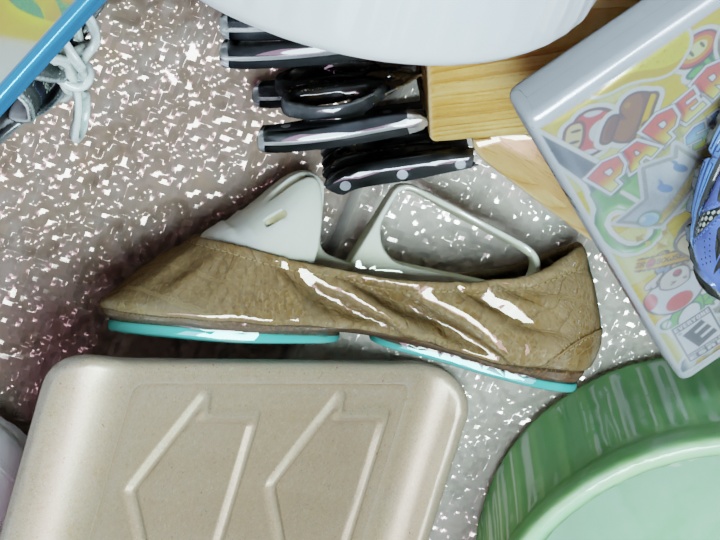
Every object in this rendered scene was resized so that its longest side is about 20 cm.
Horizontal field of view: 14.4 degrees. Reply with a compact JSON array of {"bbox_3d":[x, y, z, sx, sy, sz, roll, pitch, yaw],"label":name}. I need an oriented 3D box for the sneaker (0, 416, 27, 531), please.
[{"bbox_3d":[-0.149,0.149,1.148,0.078,0.099,0.201,-11,116,3],"label":"sneaker"}]

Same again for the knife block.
[{"bbox_3d":[0.052,-0.105,1.059,0.175,0.064,0.200,37,108,-20],"label":"knife block"}]

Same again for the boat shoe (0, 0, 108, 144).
[{"bbox_3d":[-0.125,-0.080,1.019,0.199,0.068,0.074,-43,158,-13],"label":"boat shoe"}]

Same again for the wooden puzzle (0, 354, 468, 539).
[{"bbox_3d":[-0.065,0.117,1.128,0.200,0.046,0.186,5,108,-41],"label":"wooden puzzle"}]

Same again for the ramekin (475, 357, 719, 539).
[{"bbox_3d":[0.139,0.132,1.161,0.199,0.098,0.201,-2,116,-3],"label":"ramekin"}]

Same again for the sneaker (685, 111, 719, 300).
[{"bbox_3d":[0.198,-0.056,1.003,0.200,0.079,0.075,-42,138,10],"label":"sneaker"}]

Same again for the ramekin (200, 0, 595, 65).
[{"bbox_3d":[0.006,-0.153,0.963,0.200,0.201,0.098,10,122,-9],"label":"ramekin"}]

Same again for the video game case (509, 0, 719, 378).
[{"bbox_3d":[0.171,-0.064,1.053,0.200,0.023,0.182,-34,139,2],"label":"video game case"}]

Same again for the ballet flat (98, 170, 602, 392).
[{"bbox_3d":[0.000,0.000,1.112,0.199,0.068,0.073,8,95,-8],"label":"ballet flat"}]

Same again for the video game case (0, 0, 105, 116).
[{"bbox_3d":[-0.193,-0.125,0.986,0.200,0.018,0.143,42,89,8],"label":"video game case"}]
